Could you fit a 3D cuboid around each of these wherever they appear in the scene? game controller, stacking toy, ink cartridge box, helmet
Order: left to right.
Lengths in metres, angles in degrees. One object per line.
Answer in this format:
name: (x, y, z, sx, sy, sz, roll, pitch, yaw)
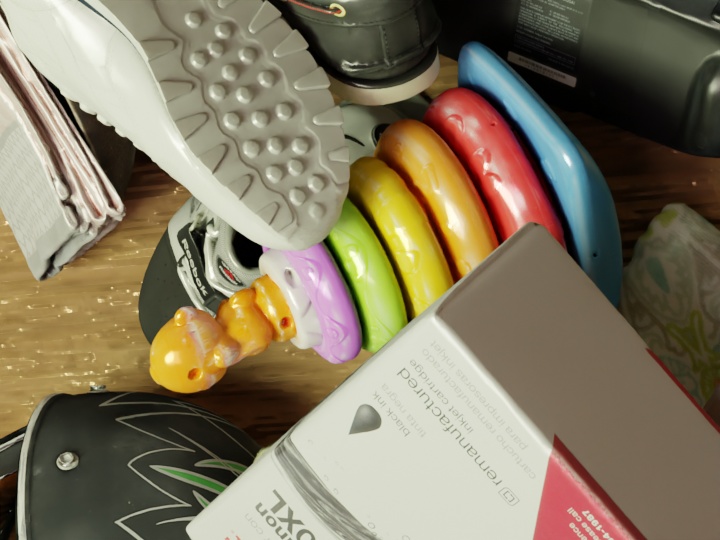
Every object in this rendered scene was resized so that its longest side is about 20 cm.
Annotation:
helmet: (-0.109, 0.152, 1.378, 0.191, 0.200, 0.200, -33, 90, 33)
stacking toy: (0.000, 0.000, 1.229, 0.110, 0.200, 0.116, 50, 161, 45)
ink cartridge box: (0.043, 0.097, 1.169, 0.145, 0.083, 0.200, 48, 135, 1)
game controller: (0.087, -0.119, 1.246, 0.200, 0.042, 0.104, 25, 135, 23)

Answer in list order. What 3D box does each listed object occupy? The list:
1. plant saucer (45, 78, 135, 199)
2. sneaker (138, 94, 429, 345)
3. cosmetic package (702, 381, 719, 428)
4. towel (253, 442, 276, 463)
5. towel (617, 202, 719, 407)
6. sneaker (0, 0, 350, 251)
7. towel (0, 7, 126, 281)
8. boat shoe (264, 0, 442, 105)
plant saucer: (-0.157, -0.115, 1.341, 0.200, 0.032, 0.200, 53, 166, 19)
sneaker: (-0.053, -0.013, 1.342, 0.074, 0.088, 0.200, 51, 128, 3)
cosmetic package: (0.218, 0.028, 1.156, 0.107, 0.090, 0.200, 34, 104, 17)
towel: (0.018, 0.166, 1.332, 0.036, 0.148, 0.200, -29, 82, 9)
towel: (0.150, 0.095, 1.281, 0.171, 0.048, 0.200, 40, 125, 12)
sneaker: (-0.083, -0.083, 1.203, 0.200, 0.076, 0.081, 50, 143, 6)
towel: (-0.179, -0.088, 1.352, 0.191, 0.032, 0.200, 58, 167, 0)
boat shoe: (-0.034, -0.149, 1.253, 0.201, 0.074, 0.063, 45, 153, 40)
